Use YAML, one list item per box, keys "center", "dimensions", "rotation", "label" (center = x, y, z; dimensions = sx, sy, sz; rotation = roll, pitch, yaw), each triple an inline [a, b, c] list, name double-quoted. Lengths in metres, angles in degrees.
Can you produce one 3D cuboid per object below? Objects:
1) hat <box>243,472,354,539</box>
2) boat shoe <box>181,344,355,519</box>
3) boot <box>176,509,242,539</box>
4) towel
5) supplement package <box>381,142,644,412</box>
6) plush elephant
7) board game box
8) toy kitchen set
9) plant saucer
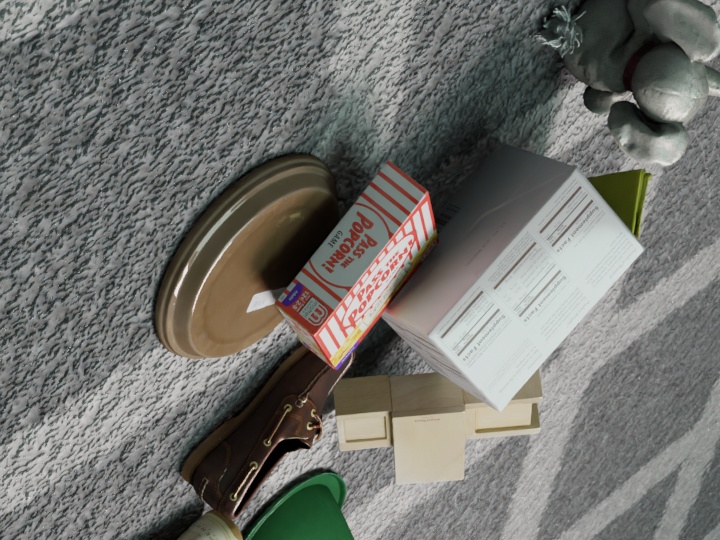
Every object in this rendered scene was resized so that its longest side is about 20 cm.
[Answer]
- center: [-0.016, 0.328, 1.996]
  dimensions: [0.166, 0.176, 0.200]
  rotation: [-47, 155, -7]
  label: "hat"
- center: [-0.070, 0.141, 1.782]
  dimensions: [0.200, 0.070, 0.071]
  rotation: [-46, 154, -12]
  label: "boat shoe"
- center: [-0.193, 0.329, 1.830]
  dimensions: [0.154, 0.072, 0.202]
  rotation: [-23, 139, -46]
  label: "boot"
- center: [0.213, -0.045, 1.876]
  dimensions: [0.018, 0.200, 0.087]
  rotation: [12, 81, -24]
  label: "towel"
- center: [0.128, 0.003, 1.787]
  dimensions: [0.200, 0.156, 0.111]
  rotation: [-47, 114, -7]
  label: "supplement package"
- center: [0.269, -0.191, 1.791]
  dimensions: [0.199, 0.155, 0.166]
  rotation: [-16, 139, -51]
  label: "plush elephant"
- center: [0.000, 0.000, 1.674]
  dimensions: [0.152, 0.046, 0.200]
  rotation: [-52, 169, -5]
  label: "board game box"
- center: [0.071, 0.097, 1.958]
  dimensions: [0.198, 0.182, 0.164]
  rotation: [-5, 150, -1]
  label: "toy kitchen set"
- center: [-0.085, -0.005, 1.605]
  dimensions: [0.200, 0.029, 0.201]
  rotation: [-40, 154, -24]
  label: "plant saucer"
